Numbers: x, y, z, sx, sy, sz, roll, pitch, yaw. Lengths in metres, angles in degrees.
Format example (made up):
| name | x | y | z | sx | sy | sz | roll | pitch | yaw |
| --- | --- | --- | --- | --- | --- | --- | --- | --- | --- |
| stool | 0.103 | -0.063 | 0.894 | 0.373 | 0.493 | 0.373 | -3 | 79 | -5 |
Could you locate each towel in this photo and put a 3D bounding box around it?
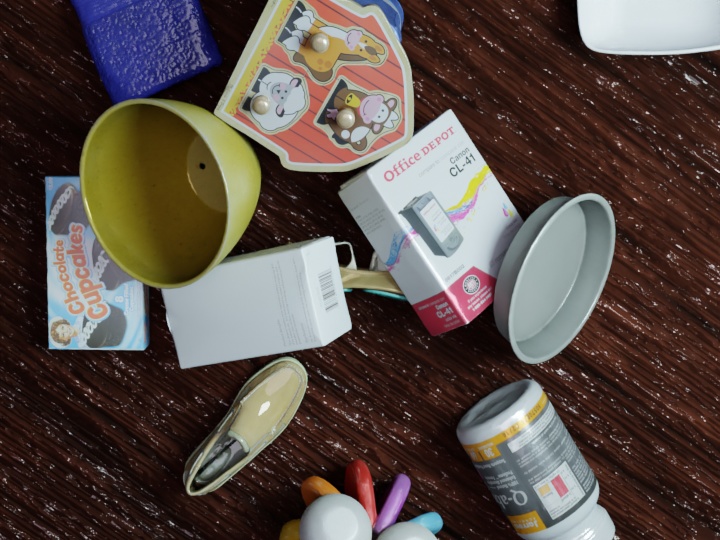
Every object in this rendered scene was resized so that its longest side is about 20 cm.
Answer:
| name | x | y | z | sx | sy | sz | roll | pitch | yaw |
| --- | --- | --- | --- | --- | --- | --- | --- | --- | --- |
| towel | -0.254 | -0.304 | 1.188 | 0.145 | 0.050 | 0.203 | -20 | 96 | 9 |

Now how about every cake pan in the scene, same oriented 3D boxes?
| name | x | y | z | sx | sy | sz | roll | pitch | yaw |
| --- | --- | --- | --- | --- | --- | --- | --- | --- | --- |
| cake pan | 0.216 | 0.005 | 1.162 | 0.036 | 0.199 | 0.203 | 27 | 96 | 37 |

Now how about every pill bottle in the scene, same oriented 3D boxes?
| name | x | y | z | sx | sy | sz | roll | pitch | yaw |
| --- | --- | --- | --- | --- | --- | --- | --- | --- | --- |
| pill bottle | 0.207 | 0.239 | 1.207 | 0.115 | 0.116 | 0.202 | -32 | 95 | 3 |

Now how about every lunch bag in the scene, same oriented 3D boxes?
| name | x | y | z | sx | sy | sz | roll | pitch | yaw |
| --- | --- | --- | --- | --- | --- | --- | --- | --- | --- |
| lunch bag | -0.033 | -0.233 | 1.140 | 0.134 | 0.133 | 0.202 | 21 | 115 | -7 |

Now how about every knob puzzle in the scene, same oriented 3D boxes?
| name | x | y | z | sx | sy | sz | roll | pitch | yaw |
| --- | --- | --- | --- | --- | --- | --- | --- | --- | --- |
| knob puzzle | -0.031 | -0.184 | 1.073 | 0.215 | 0.031 | 0.224 | 1 | 116 | 2 |

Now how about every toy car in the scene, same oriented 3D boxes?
| name | x | y | z | sx | sy | sz | roll | pitch | yaw |
| --- | --- | --- | --- | --- | --- | --- | --- | --- | --- |
| toy car | 0.011 | 0.303 | 1.208 | 0.197 | 0.176 | 0.152 | 21 | 59 | -2 |

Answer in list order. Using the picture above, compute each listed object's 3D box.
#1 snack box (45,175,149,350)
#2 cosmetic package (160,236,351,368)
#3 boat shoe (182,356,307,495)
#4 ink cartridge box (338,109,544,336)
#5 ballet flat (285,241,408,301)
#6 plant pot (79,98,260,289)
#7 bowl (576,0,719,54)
| name | x | y | z | sx | sy | sz | roll | pitch | yaw |
| --- | --- | --- | --- | --- | --- | --- | --- | --- | --- |
| snack box | -0.309 | -0.009 | 1.220 | 0.114 | 0.037 | 0.205 | 0 | 96 | 0 |
| cosmetic package | -0.120 | 0.037 | 1.169 | 0.197 | 0.081 | 0.115 | -8 | 98 | 27 |
| boat shoe | -0.134 | 0.191 | 1.221 | 0.071 | 0.076 | 0.201 | 38 | 94 | -3 |
| ink cartridge box | 0.091 | -0.053 | 1.165 | 0.147 | 0.085 | 0.202 | -37 | 97 | -27 |
| ballet flat | 0.000 | 0.000 | 1.207 | 0.196 | 0.069 | 0.064 | 5 | 91 | -1 |
| plant pot | -0.189 | -0.098 | 1.144 | 0.197 | 0.142 | 0.204 | 9 | 111 | 25 |
| bowl | 0.344 | -0.340 | 1.146 | 0.196 | 0.074 | 0.204 | 2 | 96 | 23 |
